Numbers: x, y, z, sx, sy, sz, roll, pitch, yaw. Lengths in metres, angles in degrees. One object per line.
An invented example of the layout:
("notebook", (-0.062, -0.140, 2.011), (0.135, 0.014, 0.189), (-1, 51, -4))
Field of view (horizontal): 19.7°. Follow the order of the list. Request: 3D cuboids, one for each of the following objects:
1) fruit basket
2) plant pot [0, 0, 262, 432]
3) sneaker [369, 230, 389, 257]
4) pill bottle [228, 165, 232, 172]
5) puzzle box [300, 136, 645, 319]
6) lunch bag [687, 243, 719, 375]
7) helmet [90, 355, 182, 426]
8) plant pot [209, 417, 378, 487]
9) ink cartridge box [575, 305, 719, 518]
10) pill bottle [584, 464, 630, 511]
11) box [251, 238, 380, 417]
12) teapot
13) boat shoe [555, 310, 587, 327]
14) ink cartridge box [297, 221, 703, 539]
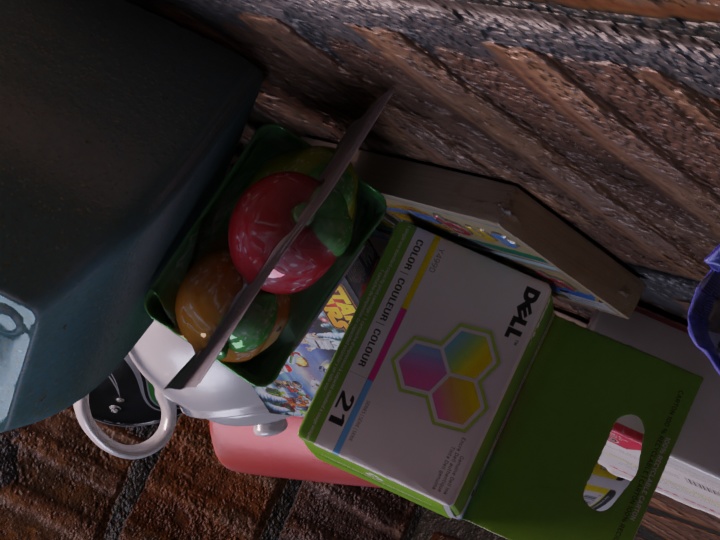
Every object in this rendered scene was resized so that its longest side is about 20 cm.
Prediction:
("fruit basket", (-0.042, -0.007, 1.133), (0.094, 0.186, 0.200), (35, 170, -11))
("plant pot", (-0.199, -0.030, 1.154), (0.196, 0.200, 0.196), (26, 137, 1))
("sneaker", (0.000, 0.000, 1.409), (0.200, 0.087, 0.075), (26, 171, -7))
("pill bottle", (-0.163, -0.067, 1.383), (0.114, 0.114, 0.200), (20, 170, 35))
("puzzle box", (0.061, -0.028, 1.252), (0.133, 0.025, 0.200), (33, 170, -39))
("lunch bag", (0.231, 0.031, 0.747), (0.170, 0.124, 0.200), (27, 165, -14))
("helmet", (-0.195, 0.013, 1.722), (0.200, 0.200, 0.191), (19, 148, 41))
("plant pot", (-0.004, 0.090, 1.692), (0.177, 0.201, 0.200), (14, 169, 18))
("ink cartridge box", (0.219, 0.100, 1.361), (0.145, 0.084, 0.200), (23, 171, 19))
("pill bottle", (0.113, 0.117, 1.574), (0.200, 0.113, 0.112), (17, 179, -38))
("box", (-0.037, 0.026, 1.348), (0.137, 0.040, 0.200), (3, 141, 32))
("teapot", (-0.087, 0.054, 1.539), (0.199, 0.147, 0.197), (-6, -168, 23))
("boat shoe", (0.093, 0.043, 1.489), (0.200, 0.057, 0.067), (21, 171, 30))
("ink cartridge box", (0.086, 0.080, 1.238), (0.200, 0.148, 0.076), (23, 171, 13))
